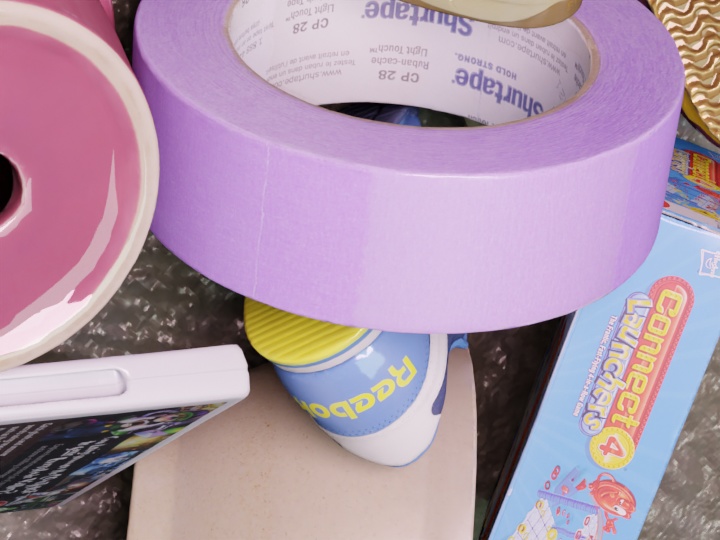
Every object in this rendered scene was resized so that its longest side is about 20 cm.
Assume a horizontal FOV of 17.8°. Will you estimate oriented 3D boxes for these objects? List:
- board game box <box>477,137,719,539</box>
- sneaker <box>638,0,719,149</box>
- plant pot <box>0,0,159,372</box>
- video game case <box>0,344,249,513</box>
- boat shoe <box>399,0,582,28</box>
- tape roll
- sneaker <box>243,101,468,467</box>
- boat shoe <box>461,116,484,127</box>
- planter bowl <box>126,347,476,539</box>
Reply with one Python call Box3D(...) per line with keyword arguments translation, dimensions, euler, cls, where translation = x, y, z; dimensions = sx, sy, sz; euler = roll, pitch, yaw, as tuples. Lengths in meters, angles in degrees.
Box3D(translation=(0.105, 0.051, 0.989), dimensions=(0.056, 0.196, 0.200), euler=(21, 104, 3), cls="board game box")
Box3D(translation=(0.134, -0.143, 0.993), dimensions=(0.075, 0.090, 0.200), euler=(-20, 97, -3), cls="sneaker")
Box3D(translation=(-0.161, -0.056, 0.786), dimensions=(0.200, 0.179, 0.200), euler=(-12, 117, -25), cls="plant pot")
Box3D(translation=(-0.162, 0.068, 0.853), dimensions=(0.182, 0.200, 0.023), euler=(-4, 75, -29), cls="video game case")
Box3D(translation=(-0.012, -0.143, 0.850), dimensions=(0.201, 0.073, 0.063), euler=(15, 123, 8), cls="boat shoe")
Box3D(translation=(0.016, -0.058, 0.846), dimensions=(0.200, 0.200, 0.066), euler=(-11, 126, -26), cls="tape roll")
Box3D(translation=(0.000, 0.000, 0.907), dimensions=(0.074, 0.200, 0.082), euler=(-24, 119, 19), cls="sneaker")
Box3D(translation=(0.073, -0.109, 0.953), dimensions=(0.071, 0.065, 0.200), euler=(-59, 137, -44), cls="boat shoe")
Box3D(translation=(-0.032, 0.122, 0.955), dimensions=(0.135, 0.200, 0.200), euler=(5, 112, -5), cls="planter bowl")
